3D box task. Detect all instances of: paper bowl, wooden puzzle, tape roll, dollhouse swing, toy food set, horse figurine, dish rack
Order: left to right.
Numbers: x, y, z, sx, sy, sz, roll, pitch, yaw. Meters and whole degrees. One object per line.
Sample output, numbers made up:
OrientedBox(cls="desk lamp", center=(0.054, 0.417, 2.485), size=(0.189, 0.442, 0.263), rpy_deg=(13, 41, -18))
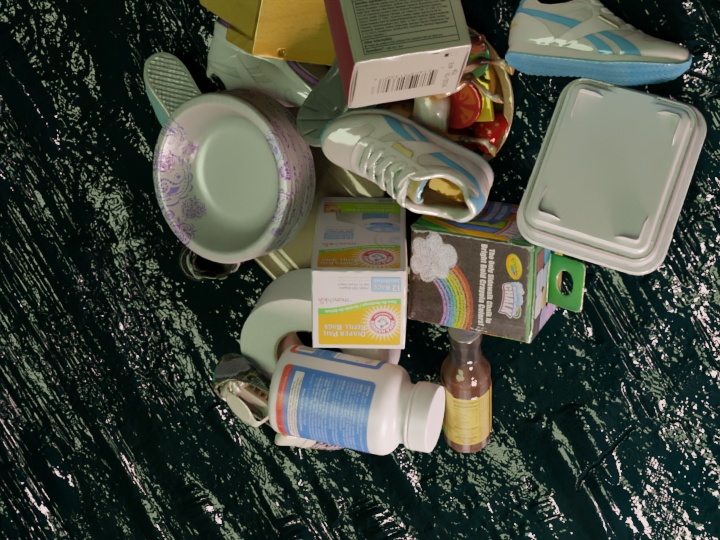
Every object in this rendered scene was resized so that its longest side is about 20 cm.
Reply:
OrientedBox(cls="paper bowl", center=(-0.141, -0.116, 1.669), size=(0.199, 0.104, 0.203), rpy_deg=(8, 105, 31))
OrientedBox(cls="dollhouse swing", center=(-0.082, -0.367, 1.644), size=(0.180, 0.176, 0.202), rpy_deg=(4, 112, -20))
OrientedBox(cls="wooden puzzle", center=(-0.087, -0.099, 1.775), size=(0.185, 0.037, 0.200), rpy_deg=(46, 119, 2))
OrientedBox(cls="tape roll", center=(-0.051, 0.099, 1.793), size=(0.201, 0.071, 0.204), rpy_deg=(11, 129, 14))
OrientedBox(cls="toy food set", center=(0.083, -0.202, 1.635), size=(0.198, 0.049, 0.200), rpy_deg=(0, 111, 27))
OrientedBox(cls="horse figurine", center=(0.098, -0.184, 1.578), size=(0.131, 0.050, 0.201), rpy_deg=(16, 121, 14))
OrientedBox(cls="dish rack", center=(0.271, -0.110, 1.522), size=(0.170, 0.044, 0.201), rpy_deg=(18, 82, 19))

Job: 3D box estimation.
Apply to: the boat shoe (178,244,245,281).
OrientedBox(cls="boat shoe", center=(-0.193, -0.019, 1.809), size=(0.199, 0.060, 0.074), rpy_deg=(-15, 113, 54))

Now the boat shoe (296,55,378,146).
OrientedBox(cls="boat shoe", center=(0.007, -0.223, 1.597), size=(0.074, 0.065, 0.202), rpy_deg=(44, 108, 20))

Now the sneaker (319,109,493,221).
OrientedBox(cls="sneaker", center=(0.048, -0.117, 1.547), size=(0.198, 0.081, 0.077), rpy_deg=(19, 125, 4))

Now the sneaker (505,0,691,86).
OrientedBox(cls="sneaker", center=(0.260, -0.250, 1.509), size=(0.198, 0.077, 0.082), rpy_deg=(9, 78, 6))

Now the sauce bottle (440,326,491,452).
OrientedBox(cls="sauce bottle", center=(0.130, 0.140, 1.714), size=(0.064, 0.065, 0.201), rpy_deg=(15, 137, 20))

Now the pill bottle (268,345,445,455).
OrientedBox(cls="pill bottle", center=(-0.003, 0.162, 1.699), size=(0.198, 0.112, 0.113), rpy_deg=(11, 116, 17))

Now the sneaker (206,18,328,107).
OrientedBox(cls="sneaker", center=(-0.105, -0.228, 1.702), size=(0.199, 0.075, 0.100), rpy_deg=(35, 117, 20))

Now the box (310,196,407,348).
OrientedBox(cls="box", center=(0.000, 0.000, 1.646), size=(0.111, 0.200, 0.102), rpy_deg=(1, 117, 2))

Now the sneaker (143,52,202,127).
OrientedBox(cls="sneaker", center=(-0.212, -0.181, 1.780), size=(0.073, 0.082, 0.201), rpy_deg=(-24, 90, -9))

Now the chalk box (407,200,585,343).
OrientedBox(cls="chalk box", center=(0.169, -0.002, 1.636), size=(0.198, 0.124, 0.126), rpy_deg=(11, 115, 21))

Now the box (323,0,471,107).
OrientedBox(cls="box", center=(0.029, -0.292, 1.489), size=(0.127, 0.109, 0.202), rpy_deg=(-10, 72, -8))

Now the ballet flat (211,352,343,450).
OrientedBox(cls="ballet flat", center=(-0.108, 0.186, 1.792), size=(0.200, 0.072, 0.072), rpy_deg=(34, 123, -4))
